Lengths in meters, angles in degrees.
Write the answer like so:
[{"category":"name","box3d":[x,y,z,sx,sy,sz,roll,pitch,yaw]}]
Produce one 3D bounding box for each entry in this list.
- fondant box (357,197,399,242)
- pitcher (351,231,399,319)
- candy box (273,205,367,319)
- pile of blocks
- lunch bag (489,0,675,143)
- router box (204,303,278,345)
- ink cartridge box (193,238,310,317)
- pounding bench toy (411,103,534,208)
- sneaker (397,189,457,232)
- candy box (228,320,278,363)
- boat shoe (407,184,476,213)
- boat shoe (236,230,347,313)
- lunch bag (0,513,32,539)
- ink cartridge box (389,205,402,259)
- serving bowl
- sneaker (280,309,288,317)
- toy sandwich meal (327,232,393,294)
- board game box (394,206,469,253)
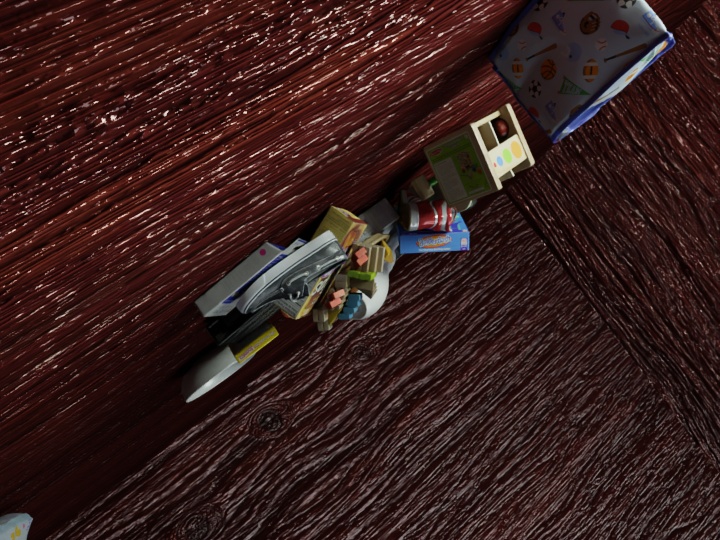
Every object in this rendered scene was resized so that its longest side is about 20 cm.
[{"category":"fondant box","box3d":[-0.019,-0.061,1.270,0.199,0.059,0.144,-37,174,-20]},{"category":"pitcher","box3d":[0.026,0.007,1.356,0.172,0.120,0.201,-54,-178,43]},{"category":"candy box","box3d":[-0.070,-0.014,1.056,0.202,0.056,0.117,-57,171,9]},{"category":"pile of blocks","box3d":[-0.022,0.040,1.060,0.202,0.081,0.062,-59,172,16]},{"category":"lunch bag","box3d":[0.299,-0.307,0.812,0.200,0.171,0.123,-43,167,32]},{"category":"router box","box3d":[-0.199,0.066,1.154,0.199,0.051,0.149,-40,174,0]},{"category":"ink cartridge box","box3d":[-0.173,0.003,0.951,0.198,0.037,0.095,-37,173,5]},{"category":"pounding bench toy","box3d":[0.209,-0.214,1.135,0.155,0.126,0.198,-34,-170,-38]},{"category":"sneaker","box3d":[0.139,-0.127,1.235,0.110,0.073,0.201,-1,-160,-5]},{"category":"candy box","box3d":[-0.245,0.144,1.283,0.102,0.027,0.199,-39,-164,-12]},{"category":"boat shoe","box3d":[0.186,-0.163,1.276,0.062,0.076,0.200,4,-175,-33]},{"category":"boat shoe","box3d":[-0.109,0.018,0.952,0.198,0.068,0.072,-36,174,-14]},{"category":"lunch bag","box3d":[-0.835,0.631,1.266,0.200,0.127,0.170,-43,177,-10]},{"category":"ink cartridge box","box3d":[0.075,-0.079,1.479,0.200,0.099,0.040,-42,-156,32]},{"category":"serving bowl","box3d":[-0.353,0.231,1.403,0.198,0.066,0.200,-36,175,-4]},{"category":"sneaker","box3d":[-0.116,0.027,1.362,0.200,0.073,0.077,-46,164,-7]},{"category":"toy sandwich meal","box3d":[0.000,0.000,1.200,0.204,0.071,0.205,-39,175,-4]},{"category":"board game box","box3d":[0.155,-0.099,1.313,0.148,0.046,0.201,-3,-157,0]}]
